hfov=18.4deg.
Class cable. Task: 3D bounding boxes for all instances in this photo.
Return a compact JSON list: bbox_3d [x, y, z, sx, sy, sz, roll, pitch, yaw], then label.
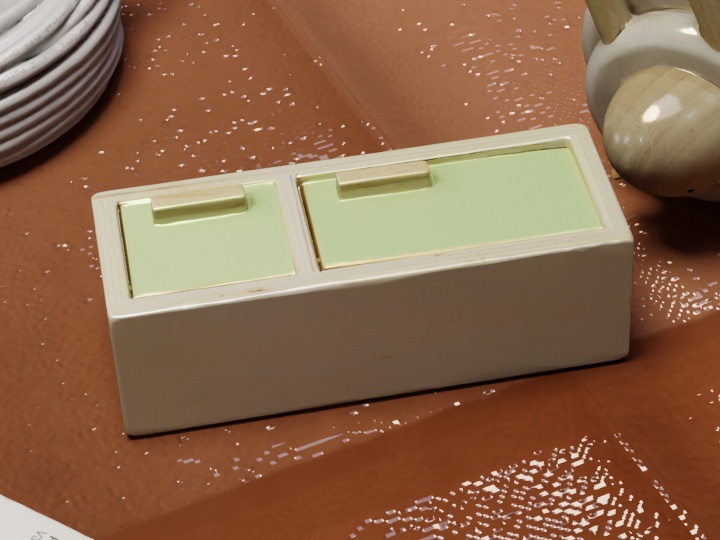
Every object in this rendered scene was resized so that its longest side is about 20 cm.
[{"bbox_3d":[-0.207,-0.116,1.009,0.199,0.069,0.200,9,43,15],"label":"cable"}]

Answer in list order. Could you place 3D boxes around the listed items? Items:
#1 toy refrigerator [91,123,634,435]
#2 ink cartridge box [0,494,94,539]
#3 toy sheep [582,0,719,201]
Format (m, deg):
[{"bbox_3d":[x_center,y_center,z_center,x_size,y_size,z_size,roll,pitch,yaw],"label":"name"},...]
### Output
[{"bbox_3d":[0.000,0.000,0.863,0.199,0.070,0.076,-9,42,-5],"label":"toy refrigerator"},{"bbox_3d":[-0.151,0.126,0.670,0.199,0.146,0.084,21,46,25],"label":"ink cartridge box"},{"bbox_3d":[0.156,-0.106,0.926,0.137,0.138,0.200,21,55,25],"label":"toy sheep"}]
